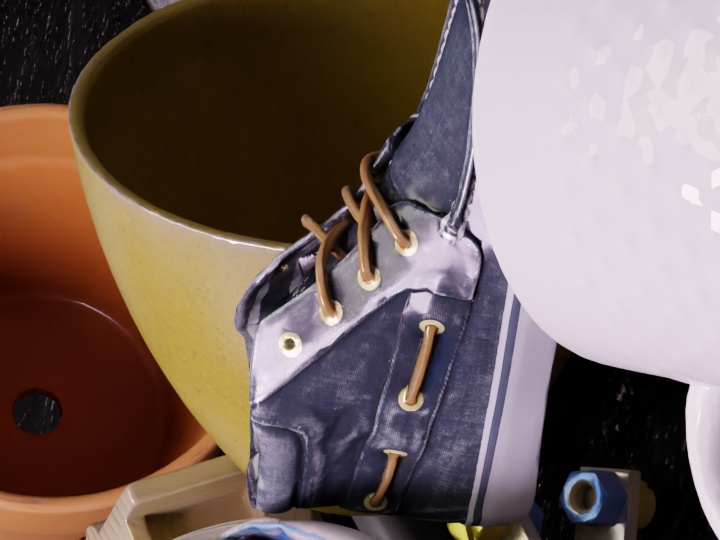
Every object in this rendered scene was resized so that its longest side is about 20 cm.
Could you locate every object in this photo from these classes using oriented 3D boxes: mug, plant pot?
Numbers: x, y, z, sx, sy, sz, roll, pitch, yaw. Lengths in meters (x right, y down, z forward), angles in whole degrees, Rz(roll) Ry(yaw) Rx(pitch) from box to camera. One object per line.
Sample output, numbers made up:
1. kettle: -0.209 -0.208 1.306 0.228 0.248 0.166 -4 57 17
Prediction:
1. mug: 0.136 -0.011 0.630 0.175 0.147 0.202 9 92 45
2. plant pot: -0.149 0.043 1.181 0.140 0.198 0.201 112 155 -61
3. plant pot: 0.000 0.000 0.895 0.200 0.198 0.143 -122 27 -53

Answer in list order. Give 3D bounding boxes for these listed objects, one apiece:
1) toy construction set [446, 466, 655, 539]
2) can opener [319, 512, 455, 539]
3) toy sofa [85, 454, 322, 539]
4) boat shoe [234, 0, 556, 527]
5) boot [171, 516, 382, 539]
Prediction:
1. toy construction set: 0.053 0.172 0.820 0.131 0.092 0.201 -30 49 33
2. can opener: 0.014 0.093 0.970 0.201 0.066 0.053 60 140 39
3. toy sofa: -0.029 0.171 0.932 0.201 0.082 0.098 66 153 18
4. boat shoe: 0.011 -0.005 0.730 0.071 0.090 0.201 -101 12 -55
5. boot: -0.032 0.104 0.797 0.199 0.095 0.074 -3 66 43
